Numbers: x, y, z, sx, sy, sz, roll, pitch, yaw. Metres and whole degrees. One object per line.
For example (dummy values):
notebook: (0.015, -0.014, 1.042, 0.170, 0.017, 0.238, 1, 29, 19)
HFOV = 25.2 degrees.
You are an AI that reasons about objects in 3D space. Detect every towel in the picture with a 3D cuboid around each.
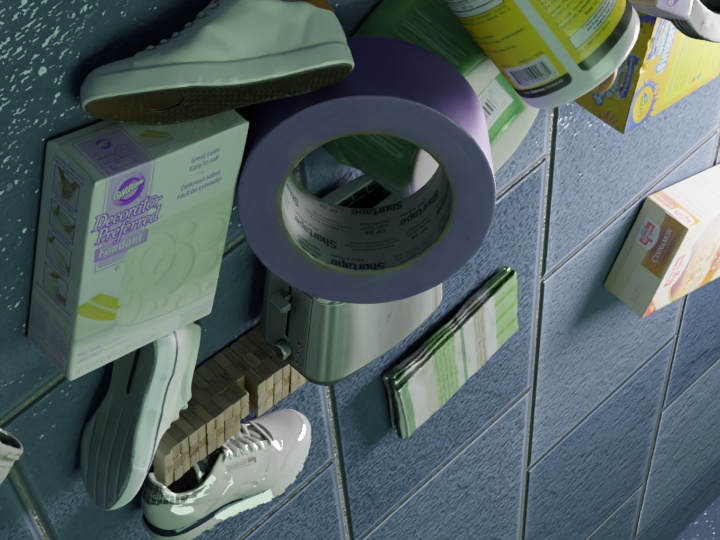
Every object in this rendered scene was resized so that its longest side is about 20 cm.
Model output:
towel: (0.105, 0.093, 1.841, 0.200, 0.031, 0.149, -43, 156, -18)

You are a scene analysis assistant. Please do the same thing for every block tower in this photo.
block tower: (-0.119, 0.111, 1.476, 0.200, 0.058, 0.054, -37, 152, -28)

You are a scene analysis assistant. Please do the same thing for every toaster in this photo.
toaster: (0.000, 0.000, 1.448, 0.200, 0.114, 0.129, -33, 148, -26)

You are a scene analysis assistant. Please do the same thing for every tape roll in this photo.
tape roll: (0.004, -0.076, 1.256, 0.199, 0.085, 0.201, -1, 130, -1)

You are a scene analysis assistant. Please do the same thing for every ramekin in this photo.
ramekin: (0.070, -0.148, 1.372, 0.200, 0.098, 0.200, -37, 152, -24)

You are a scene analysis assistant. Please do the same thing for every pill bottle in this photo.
pill bottle: (0.116, -0.230, 1.227, 0.112, 0.112, 0.200, -45, 114, -8)

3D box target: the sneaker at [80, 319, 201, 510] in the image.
sneaker: (-0.180, 0.121, 1.372, 0.071, 0.073, 0.201, -12, 136, -46)

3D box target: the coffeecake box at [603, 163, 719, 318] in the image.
coffeecake box: (0.426, -0.043, 2.099, 0.200, 0.073, 0.154, -22, 144, -42)

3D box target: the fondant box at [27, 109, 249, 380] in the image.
fondant box: (-0.169, -0.028, 1.209, 0.144, 0.058, 0.201, -27, 145, -38)

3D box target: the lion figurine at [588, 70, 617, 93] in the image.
lion figurine: (0.176, -0.196, 1.407, 0.072, 0.200, 0.123, -20, 122, -9)

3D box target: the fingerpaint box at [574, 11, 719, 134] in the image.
fingerpaint box: (0.311, -0.262, 1.624, 0.167, 0.073, 0.201, -32, 147, -33)

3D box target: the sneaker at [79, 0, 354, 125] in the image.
sneaker: (-0.109, -0.158, 1.138, 0.199, 0.085, 0.073, -13, 168, -23)

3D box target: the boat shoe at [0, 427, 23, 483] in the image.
boat shoe: (-0.298, 0.115, 1.186, 0.066, 0.072, 0.200, -47, 155, -14)

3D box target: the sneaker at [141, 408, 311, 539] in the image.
sneaker: (-0.125, 0.185, 1.552, 0.200, 0.076, 0.081, -33, 140, -33)

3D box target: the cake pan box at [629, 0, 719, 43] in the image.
cake pan box: (0.328, -0.313, 1.489, 0.184, 0.052, 0.201, 11, 94, -42)
